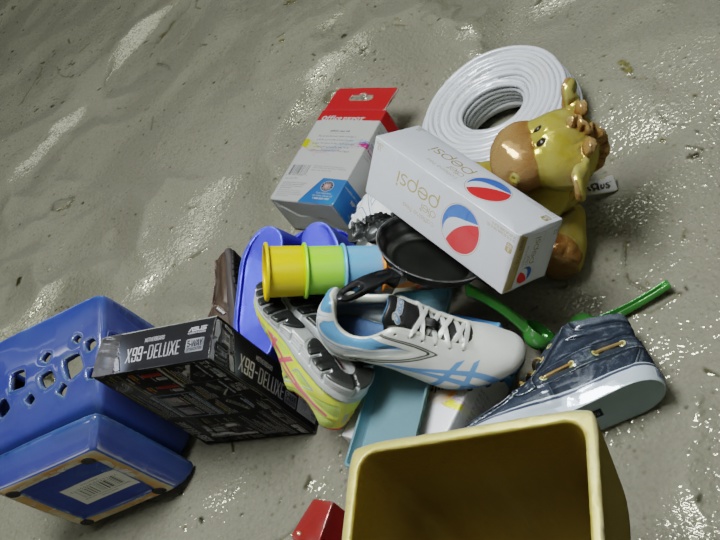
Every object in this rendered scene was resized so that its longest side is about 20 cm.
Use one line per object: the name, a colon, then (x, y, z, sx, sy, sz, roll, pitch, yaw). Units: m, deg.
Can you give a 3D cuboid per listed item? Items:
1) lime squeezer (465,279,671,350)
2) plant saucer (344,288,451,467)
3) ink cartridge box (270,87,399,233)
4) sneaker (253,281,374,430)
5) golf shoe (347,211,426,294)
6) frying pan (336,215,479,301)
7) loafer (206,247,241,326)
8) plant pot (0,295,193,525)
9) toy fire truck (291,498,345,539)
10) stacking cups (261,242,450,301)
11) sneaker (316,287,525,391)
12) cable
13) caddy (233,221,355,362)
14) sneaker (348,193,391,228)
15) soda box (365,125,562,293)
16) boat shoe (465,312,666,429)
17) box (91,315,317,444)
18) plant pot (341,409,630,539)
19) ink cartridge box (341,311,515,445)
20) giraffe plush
lime squeezer: (0.202, 0.043, 0.895, 0.199, 0.071, 0.038, -1, 7, 1)
plant saucer: (0.042, 0.104, 0.885, 0.070, 0.019, 0.201, -6, 51, 32)
ink cartridge box: (-0.020, -0.150, 1.214, 0.116, 0.067, 0.201, 9, 60, 39)
sneaker: (-0.060, 0.084, 0.930, 0.078, 0.091, 0.200, -6, 38, -27)
golf shoe: (0.074, -0.032, 1.024, 0.199, 0.095, 0.078, -19, 10, -33)
frying pan: (0.059, 0.001, 0.856, 0.114, 0.031, 0.190, 18, 37, 10)
loafer: (-0.169, 0.054, 1.140, 0.071, 0.073, 0.201, -25, 44, 15)
plant pot: (-0.312, 0.175, 1.055, 0.199, 0.200, 0.180, -25, 51, 16)
toy fire truck: (-0.022, 0.319, 0.823, 0.141, 0.049, 0.201, 2, 57, 38)
stacking cups: (0.000, 0.000, 0.927, 0.199, 0.061, 0.061, -1, 43, -13)
sneaker: (0.056, 0.060, 0.842, 0.199, 0.073, 0.072, 10, 54, 5)
cable: (0.171, -0.183, 1.103, 0.200, 0.069, 0.200, -43, 42, -3)
caddy: (-0.064, 0.038, 1.050, 0.141, 0.105, 0.201, -3, 71, 23)
sneaker: (0.025, -0.075, 1.117, 0.087, 0.075, 0.201, -19, 45, 29)
soda box: (0.095, -0.064, 0.879, 0.063, 0.068, 0.200, -20, 45, -37)
boat shoe: (0.175, 0.114, 0.849, 0.199, 0.071, 0.091, -23, 43, 8)
box: (-0.160, 0.125, 0.978, 0.157, 0.200, 0.050, -11, 55, 29)
plant pot: (0.115, 0.248, 0.672, 0.195, 0.200, 0.195, -15, 47, 26)
ink cartridge box: (0.064, 0.142, 0.900, 0.115, 0.068, 0.200, 9, 60, 41)
giraffe plush: (0.184, -0.093, 0.914, 0.199, 0.162, 0.173, -28, 69, -9)
